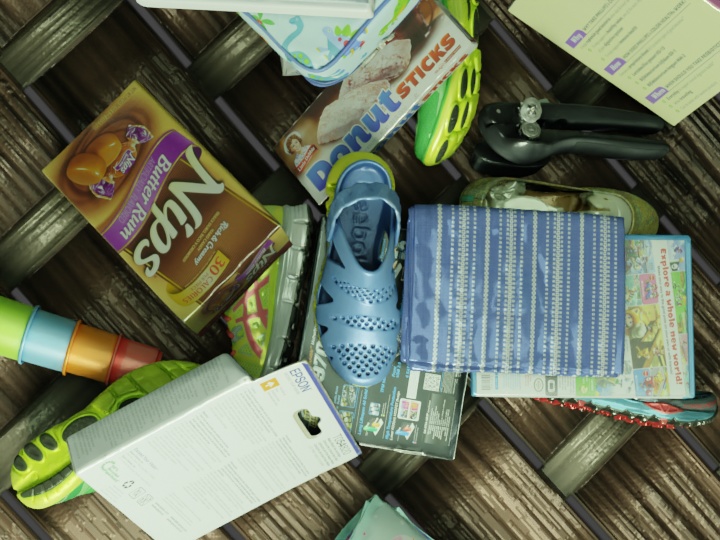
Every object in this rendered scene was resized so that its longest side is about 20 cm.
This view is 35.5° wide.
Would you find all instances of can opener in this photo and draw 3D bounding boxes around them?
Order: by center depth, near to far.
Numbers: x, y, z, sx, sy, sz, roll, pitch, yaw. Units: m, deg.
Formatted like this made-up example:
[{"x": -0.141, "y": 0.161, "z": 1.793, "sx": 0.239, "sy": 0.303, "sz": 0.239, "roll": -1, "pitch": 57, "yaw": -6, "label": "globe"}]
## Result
[{"x": 0.198, "y": -0.130, "z": 1.052, "sx": 0.196, "sy": 0.079, "sz": 0.065, "roll": -5, "pitch": 77, "yaw": -15, "label": "can opener"}]

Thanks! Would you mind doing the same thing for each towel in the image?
[{"x": 0.134, "y": 0.019, "z": 0.983, "sx": 0.196, "sy": 0.024, "sz": 0.148, "roll": 3, "pitch": 82, "yaw": -6, "label": "towel"}]

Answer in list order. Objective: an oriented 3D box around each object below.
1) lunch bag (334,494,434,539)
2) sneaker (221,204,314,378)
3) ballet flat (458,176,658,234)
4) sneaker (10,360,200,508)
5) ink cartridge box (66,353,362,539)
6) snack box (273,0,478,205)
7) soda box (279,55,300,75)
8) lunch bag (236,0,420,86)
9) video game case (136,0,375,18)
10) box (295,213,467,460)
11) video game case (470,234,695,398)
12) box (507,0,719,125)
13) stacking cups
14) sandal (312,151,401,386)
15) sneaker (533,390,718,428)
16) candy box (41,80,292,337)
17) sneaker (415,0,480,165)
[{"x": 0.020, "y": 0.324, "z": 0.984, "sx": 0.170, "sy": 0.122, "sz": 0.201, "roll": 37, "pitch": 76, "yaw": -2, "label": "lunch bag"}, {"x": -0.099, "y": 0.035, "z": 1.008, "sx": 0.089, "sy": 0.078, "sz": 0.204, "roll": 10, "pitch": 80, "yaw": 1, "label": "sneaker"}, {"x": 0.190, "y": -0.050, "z": 1.044, "sx": 0.196, "sy": 0.071, "sz": 0.072, "roll": 8, "pitch": 87, "yaw": -7, "label": "ballet flat"}, {"x": -0.208, "y": 0.139, "z": 0.980, "sx": 0.198, "sy": 0.084, "sz": 0.075, "roll": -26, "pitch": 80, "yaw": -2, "label": "sneaker"}, {"x": -0.113, "y": 0.145, "z": 0.935, "sx": 0.198, "sy": 0.200, "sz": 0.041, "roll": -26, "pitch": 56, "yaw": -2, "label": "ink cartridge box"}, {"x": 0.011, "y": -0.153, "z": 0.999, "sx": 0.200, "sy": 0.024, "sz": 0.072, "roll": -45, "pitch": 78, "yaw": 20, "label": "snack box"}, {"x": -0.049, "y": -0.285, "z": 1.025, "sx": 0.067, "sy": 0.063, "sz": 0.204, "roll": -5, "pitch": 88, "yaw": -5, "label": "soda box"}, {"x": -0.043, "y": -0.270, "z": 0.944, "sx": 0.200, "sy": 0.082, "sz": 0.161, "roll": 44, "pitch": 96, "yaw": 9, "label": "lunch bag"}, {"x": -0.077, "y": -0.299, "z": 0.901, "sx": 0.196, "sy": 0.023, "sz": 0.185, "roll": 5, "pitch": 86, "yaw": 10, "label": "video game case"}, {"x": 0.023, "y": 0.061, "z": 1.029, "sx": 0.156, "sy": 0.046, "sz": 0.204, "roll": 9, "pitch": 87, "yaw": -6, "label": "box"}, {"x": 0.197, "y": 0.040, "z": 1.003, "sx": 0.196, "sy": 0.018, "sz": 0.146, "roll": 0, "pitch": 83, "yaw": 0, "label": "video game case"}, {"x": 0.260, "y": -0.249, "z": 0.997, "sx": 0.198, "sy": 0.176, "sz": 0.097, "roll": 33, "pitch": 72, "yaw": -3, "label": "box"}, {"x": -0.274, "y": 0.062, "z": 0.995, "sx": 0.197, "sy": 0.060, "sz": 0.061, "roll": 18, "pitch": 86, "yaw": -11, "label": "stacking cups"}, {"x": 0.000, "y": 0.000, "z": 0.960, "sx": 0.078, "sy": 0.087, "sz": 0.204, "roll": -3, "pitch": 94, "yaw": -8, "label": "sandal"}, {"x": 0.242, "y": 0.089, "z": 1.038, "sx": 0.197, "sy": 0.079, "sz": 0.097, "roll": 14, "pitch": 84, "yaw": -6, "label": "sneaker"}, {"x": -0.167, "y": -0.055, "z": 0.975, "sx": 0.117, "sy": 0.057, "sz": 0.200, "roll": -45, "pitch": 73, "yaw": -6, "label": "candy box"}, {"x": 0.064, "y": -0.198, "z": 1.034, "sx": 0.082, "sy": 0.074, "sz": 0.204, "roll": 3, "pitch": 94, "yaw": 25, "label": "sneaker"}]
